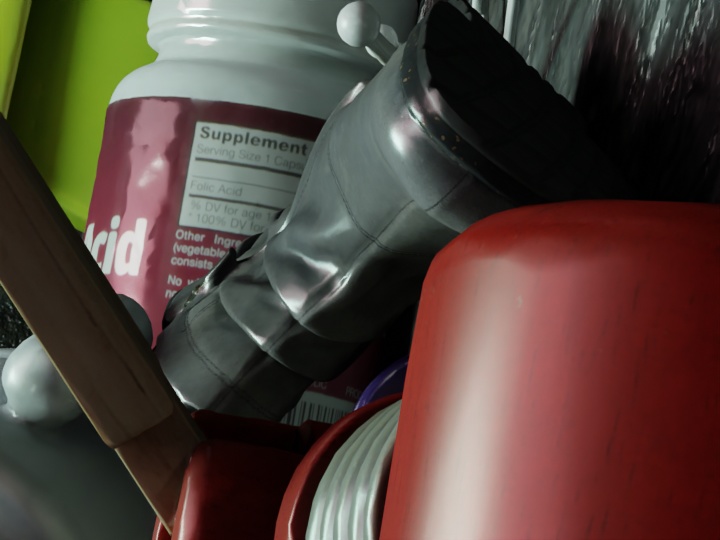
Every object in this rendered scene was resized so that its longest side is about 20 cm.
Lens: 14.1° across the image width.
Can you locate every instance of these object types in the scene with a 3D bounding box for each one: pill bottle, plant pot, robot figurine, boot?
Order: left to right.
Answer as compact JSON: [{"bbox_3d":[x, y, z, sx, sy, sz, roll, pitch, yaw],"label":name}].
[{"bbox_3d":[-0.107,0.084,0.800,0.170,0.113,0.200,-58,-4,12],"label":"robot figurine"},{"bbox_3d":[-0.084,-0.098,1.202,0.200,0.181,0.200,-172,94,-80],"label":"plant pot"},{"bbox_3d":[-0.042,-0.008,1.039,0.114,0.114,0.201,148,133,-78],"label":"pill bottle"},{"bbox_3d":[0.000,0.000,0.738,0.132,0.070,0.200,-45,1,7],"label":"boot"}]

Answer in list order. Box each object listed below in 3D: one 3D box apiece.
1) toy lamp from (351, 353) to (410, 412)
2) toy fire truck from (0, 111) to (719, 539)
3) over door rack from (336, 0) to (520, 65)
[{"bbox_3d":[0.033,0.042,0.696,0.200,0.058,0.059,144,136,-78],"label":"toy lamp"},{"bbox_3d":[0.014,0.020,0.383,0.176,0.199,0.129,141,139,-76],"label":"toy fire truck"},{"bbox_3d":[0.033,-0.134,0.882,0.200,0.066,0.148,110,166,-45],"label":"over door rack"}]
